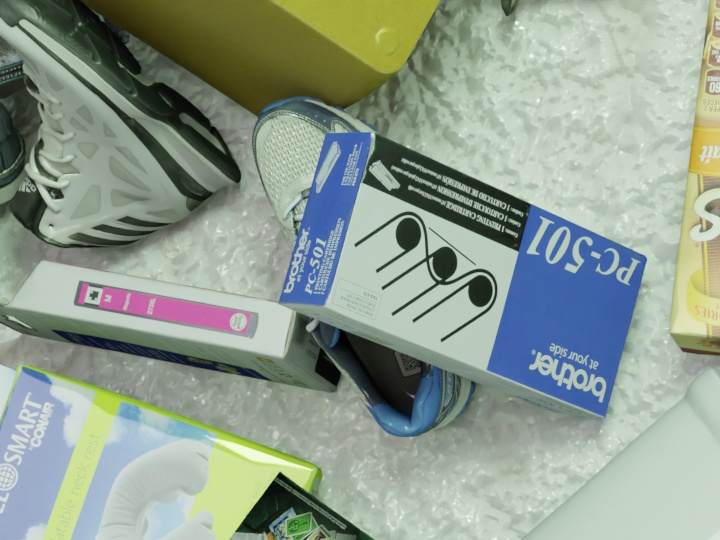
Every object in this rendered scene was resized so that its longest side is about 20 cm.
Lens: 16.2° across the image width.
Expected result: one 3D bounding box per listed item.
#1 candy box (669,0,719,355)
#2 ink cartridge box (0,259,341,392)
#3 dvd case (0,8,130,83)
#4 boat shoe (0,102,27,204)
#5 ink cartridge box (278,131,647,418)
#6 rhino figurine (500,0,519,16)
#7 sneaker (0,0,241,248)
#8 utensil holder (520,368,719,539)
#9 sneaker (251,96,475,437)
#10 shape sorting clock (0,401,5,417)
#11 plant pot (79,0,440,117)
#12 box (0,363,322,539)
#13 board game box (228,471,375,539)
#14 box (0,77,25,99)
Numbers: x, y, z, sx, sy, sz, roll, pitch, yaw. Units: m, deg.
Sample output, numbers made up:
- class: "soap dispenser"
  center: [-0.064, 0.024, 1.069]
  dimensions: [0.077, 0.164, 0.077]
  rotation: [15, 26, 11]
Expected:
- class: "candy box"
  center: [0.235, -0.052, 1.347]
  dimensions: [0.115, 0.055, 0.201]
  rotation: [5, 78, 17]
- class: "ink cartridge box"
  center: [-0.115, 0.029, 1.408]
  dimensions: [0.199, 0.095, 0.037]
  rotation: [8, 78, 18]
- class: "dvd case"
  center: [-0.248, -0.161, 1.427]
  dimensions: [0.199, 0.022, 0.146]
  rotation: [-18, 66, -15]
- class: "boat shoe"
  center: [-0.289, -0.099, 1.496]
  dimensions: [0.199, 0.062, 0.073]
  rotation: [20, 51, 16]
- class: "ink cartridge box"
  center: [0.056, 0.004, 1.315]
  dimensions: [0.044, 0.200, 0.094]
  rotation: [3, 74, 53]
- class: "rhino figurine"
  center: [0.134, -0.197, 1.401]
  dimensions: [0.199, 0.088, 0.060]
  rotation: [-19, 42, 12]
- class: "sneaker"
  center: [-0.163, -0.072, 1.399]
  dimensions: [0.115, 0.200, 0.076]
  rotation: [-38, 45, 10]
- class: "utensil holder"
  center: [0.153, 0.175, 1.255]
  dimensions: [0.200, 0.170, 0.170]
  rotation: [-40, 69, 5]
- class: "sneaker"
  center: [0.000, 0.000, 1.346]
  dimensions: [0.077, 0.085, 0.200]
  rotation: [-27, 97, 20]
- class: "shape sorting clock"
  center: [-0.242, 0.159, 1.441]
  dimensions: [0.199, 0.039, 0.201]
  rotation: [-1, 79, 6]
- class: "plant pot"
  center: [-0.035, -0.200, 1.351]
  dimensions: [0.200, 0.200, 0.176]
  rotation: [-61, 26, -5]
- class: "box"
  center: [-0.134, 0.133, 1.393]
  dimensions: [0.199, 0.048, 0.122]
  rotation: [18, 82, 6]
- class: "board game box"
  center: [-0.018, 0.180, 1.274]
  dimensions: [0.105, 0.023, 0.200]
  rotation: [-51, 34, -6]
- class: "box"
  center: [-0.251, -0.205, 1.514]
  dimensions: [0.068, 0.082, 0.200]
  rotation: [-36, 71, 4]
